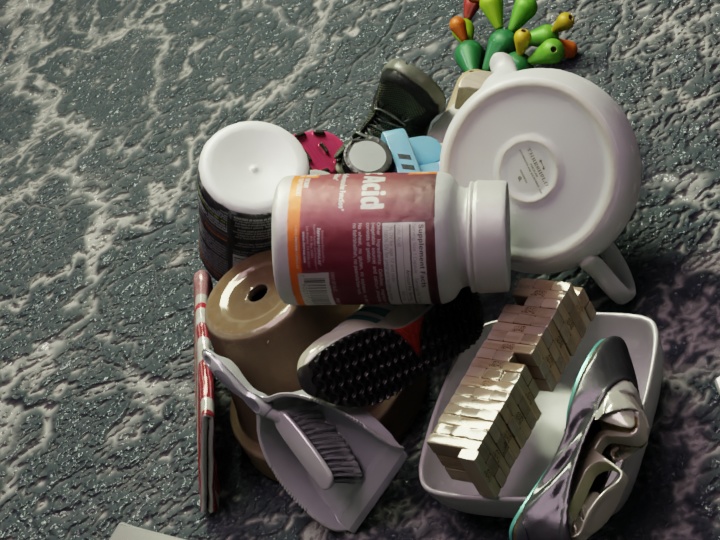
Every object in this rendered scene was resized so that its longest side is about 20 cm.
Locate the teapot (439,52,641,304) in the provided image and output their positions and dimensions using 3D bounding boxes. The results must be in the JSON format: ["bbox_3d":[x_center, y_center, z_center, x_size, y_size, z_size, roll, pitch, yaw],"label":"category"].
[{"bbox_3d":[0.177,-0.088,1.475,0.196,0.146,0.201,16,98,21],"label":"teapot"}]

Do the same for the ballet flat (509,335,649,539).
[{"bbox_3d":[0.186,0.143,1.246,0.073,0.073,0.201,10,61,40],"label":"ballet flat"}]

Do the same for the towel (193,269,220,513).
[{"bbox_3d":[-0.150,0.118,1.564,0.023,0.145,0.201,-2,41,-7],"label":"towel"}]

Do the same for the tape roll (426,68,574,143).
[{"bbox_3d":[0.162,-0.114,1.643,0.201,0.071,0.203,-18,41,17],"label":"tape roll"}]

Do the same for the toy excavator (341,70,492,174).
[{"bbox_3d":[0.074,-0.097,1.559,0.199,0.100,0.195,-10,58,-13],"label":"toy excavator"}]

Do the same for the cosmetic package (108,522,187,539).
[{"bbox_3d":[-0.154,0.302,1.415,0.199,0.090,0.107,6,52,41],"label":"cosmetic package"}]

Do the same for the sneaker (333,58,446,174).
[{"bbox_3d":[0.030,-0.149,1.704,0.076,0.199,0.115,33,75,2],"label":"sneaker"}]

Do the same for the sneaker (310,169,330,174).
[{"bbox_3d":[0.000,0.000,1.621,0.200,0.116,0.074,42,44,21],"label":"sneaker"}]

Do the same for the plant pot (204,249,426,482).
[{"bbox_3d":[-0.060,0.075,1.516,0.199,0.175,0.201,-19,40,17],"label":"plant pot"}]

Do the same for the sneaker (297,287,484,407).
[{"bbox_3d":[0.013,0.064,1.421,0.199,0.071,0.093,-24,18,-33],"label":"sneaker"}]

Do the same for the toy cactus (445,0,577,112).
[{"bbox_3d":[0.150,-0.228,1.774,0.200,0.102,0.166,30,88,45],"label":"toy cactus"}]

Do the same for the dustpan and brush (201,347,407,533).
[{"bbox_3d":[-0.063,0.135,1.418,0.057,0.140,0.200,-24,65,-42],"label":"dustpan and brush"}]

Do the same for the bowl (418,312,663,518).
[{"bbox_3d":[0.164,0.133,1.382,0.199,0.075,0.201,-3,48,32],"label":"bowl"}]

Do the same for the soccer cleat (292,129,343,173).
[{"bbox_3d":[-0.101,-0.090,1.800,0.200,0.086,0.070,-36,79,-32],"label":"soccer cleat"}]

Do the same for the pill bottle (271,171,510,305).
[{"bbox_3d":[0.029,-0.028,1.383,0.199,0.115,0.115,-1,45,7],"label":"pill bottle"}]

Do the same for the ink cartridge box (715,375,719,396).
[{"bbox_3d":[0.403,0.110,1.267,0.199,0.057,0.163,-30,38,11],"label":"ink cartridge box"}]

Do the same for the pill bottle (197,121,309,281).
[{"bbox_3d":[-0.106,-0.048,1.555,0.106,0.200,0.107,3,60,-5],"label":"pill bottle"}]

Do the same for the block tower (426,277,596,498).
[{"bbox_3d":[0.127,0.092,1.350,0.058,0.054,0.200,5,51,39],"label":"block tower"}]
